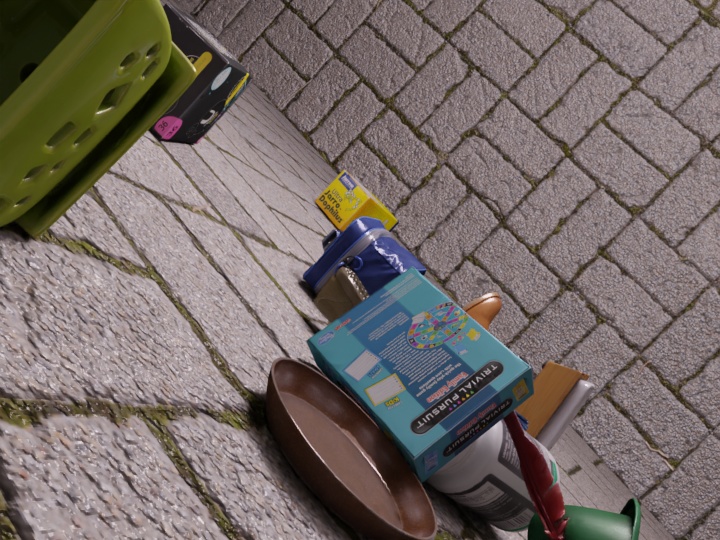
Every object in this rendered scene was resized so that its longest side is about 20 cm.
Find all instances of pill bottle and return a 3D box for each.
[{"bbox_3d":[0.132,0.209,0.947,0.200,0.113,0.113,41,8,-37],"label":"pill bottle"}]

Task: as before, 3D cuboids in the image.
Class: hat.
[{"bbox_3d":[0.178,0.276,0.864,0.174,0.201,0.167,20,-36,12],"label":"hat"}]

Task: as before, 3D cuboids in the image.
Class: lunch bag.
[{"bbox_3d":[0.000,0.000,1.252,0.132,0.136,0.200,46,9,10],"label":"lunch bag"}]

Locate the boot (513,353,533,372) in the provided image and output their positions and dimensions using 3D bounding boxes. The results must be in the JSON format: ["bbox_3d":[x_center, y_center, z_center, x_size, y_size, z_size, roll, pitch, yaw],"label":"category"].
[{"bbox_3d":[0.245,0.208,1.428,0.200,0.163,0.067,36,43,-51],"label":"boot"}]

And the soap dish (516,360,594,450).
[{"bbox_3d":[0.290,0.237,1.354,0.081,0.201,0.157,37,5,20],"label":"soap dish"}]

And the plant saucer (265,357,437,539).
[{"bbox_3d":[-0.014,0.159,0.722,0.200,0.035,0.200,44,7,-7],"label":"plant saucer"}]

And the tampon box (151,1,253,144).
[{"bbox_3d":[-0.270,-0.293,1.281,0.126,0.150,0.200,44,8,-2],"label":"tampon box"}]

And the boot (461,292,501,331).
[{"bbox_3d":[0.194,0.145,1.325,0.154,0.200,0.074,40,-10,27],"label":"boot"}]

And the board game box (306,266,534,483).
[{"bbox_3d":[0.058,0.101,0.880,0.200,0.150,0.047,43,-20,42],"label":"board game box"}]

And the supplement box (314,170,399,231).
[{"bbox_3d":[-0.006,-0.145,2.087,0.109,0.110,0.200,48,7,28],"label":"supplement box"}]

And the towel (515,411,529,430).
[{"bbox_3d":[0.113,0.176,1.026,0.200,0.111,0.049,40,21,-34],"label":"towel"}]

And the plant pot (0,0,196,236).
[{"bbox_3d":[-0.238,-0.147,0.551,0.200,0.199,0.181,45,1,8],"label":"plant pot"}]

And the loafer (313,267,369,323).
[{"bbox_3d":[0.007,0.095,1.074,0.202,0.067,0.076,61,12,2],"label":"loafer"}]
